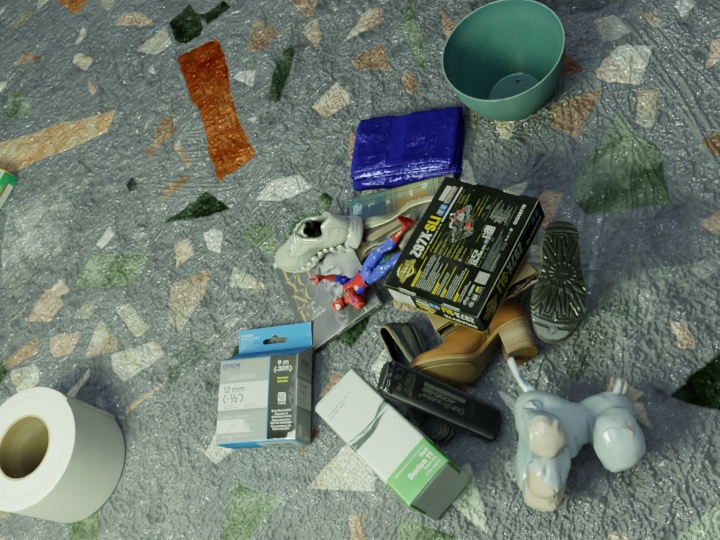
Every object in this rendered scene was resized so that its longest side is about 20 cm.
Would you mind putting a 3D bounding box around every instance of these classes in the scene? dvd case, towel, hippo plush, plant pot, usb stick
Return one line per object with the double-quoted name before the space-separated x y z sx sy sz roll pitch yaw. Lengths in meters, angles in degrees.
"dvd case" -0.061 0.018 1.323 0.148 0.016 0.201 -36 57 15
"towel" 0.081 -0.218 1.372 0.198 0.050 0.149 -4 66 21
"hippo plush" 0.291 0.229 1.045 0.159 0.161 0.200 -3 21 2
"towel" 0.069 -0.079 1.312 0.198 0.022 0.148 -14 62 25
"plant pot" 0.248 -0.328 1.304 0.198 0.135 0.202 -9 62 18
"usb stick" 0.114 0.186 1.102 0.033 0.199 0.056 -29 39 60

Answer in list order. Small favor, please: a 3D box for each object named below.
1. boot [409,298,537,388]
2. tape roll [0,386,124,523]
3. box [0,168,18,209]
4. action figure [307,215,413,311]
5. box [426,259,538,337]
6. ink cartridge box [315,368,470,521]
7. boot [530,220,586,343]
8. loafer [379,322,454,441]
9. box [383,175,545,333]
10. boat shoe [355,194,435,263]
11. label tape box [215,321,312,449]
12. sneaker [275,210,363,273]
"boot" 0.149 0.084 1.163 0.198 0.077 0.156 -18 48 -2
"tape roll" -0.521 0.312 1.315 0.200 0.139 0.205 -9 63 19
"box" -0.874 -0.186 1.751 0.198 0.048 0.118 18 74 26
"action figure" 0.000 0.000 1.207 0.200 0.098 0.066 -48 59 33
"box" 0.165 0.011 1.180 0.163 0.021 0.200 -32 22 5
"ink cartridge box" 0.046 0.247 1.109 0.083 0.147 0.200 -47 59 -5
"boot" 0.271 0.048 1.078 0.072 0.201 0.183 10 64 12
"loafer" 0.077 0.166 1.173 0.072 0.062 0.201 -48 47 34
"box" 0.148 -0.029 1.110 0.159 0.049 0.201 17 69 35
"boat shoe" 0.077 -0.061 1.253 0.198 0.074 0.074 -20 69 30
"label tape box" -0.154 0.181 1.262 0.142 0.066 0.202 -8 70 20
"sneaker" -0.085 -0.052 1.290 0.199 0.081 0.076 -24 60 43
